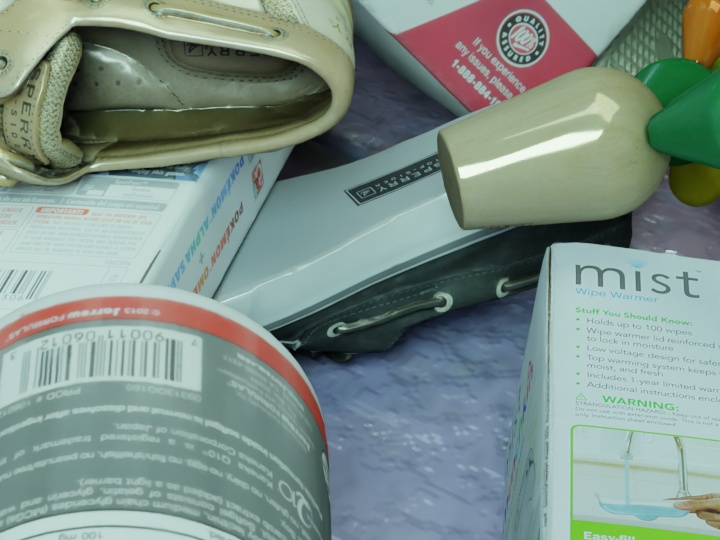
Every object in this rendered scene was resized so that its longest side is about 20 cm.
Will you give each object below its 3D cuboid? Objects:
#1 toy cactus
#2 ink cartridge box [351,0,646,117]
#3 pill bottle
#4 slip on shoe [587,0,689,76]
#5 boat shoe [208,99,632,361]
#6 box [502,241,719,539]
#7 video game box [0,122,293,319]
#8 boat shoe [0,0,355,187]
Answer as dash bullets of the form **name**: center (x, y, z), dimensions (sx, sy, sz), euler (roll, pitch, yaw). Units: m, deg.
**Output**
- **toy cactus**: center (0.107, -0.039, 0.813), dimensions (0.164, 0.103, 0.200), euler (-14, 17, -5)
- **ink cartridge box**: center (0.057, -0.165, 0.913), dimensions (0.200, 0.148, 0.086), euler (-50, 38, -3)
- **pill bottle**: center (-0.063, 0.106, 0.699), dimensions (0.115, 0.116, 0.200), euler (5, 38, -6)
- **slip on shoe**: center (0.097, -0.086, 1.025), dimensions (0.061, 0.074, 0.200), euler (-8, 24, 29)
- **boat shoe**: center (0.000, 0.000, 0.888), dimensions (0.199, 0.057, 0.069), euler (-20, 30, -6)
- **box**: center (0.143, 0.088, 0.780), dimensions (0.199, 0.097, 0.177), euler (7, 37, -2)
- **video game box**: center (-0.136, -0.022, 0.870), dimensions (0.199, 0.047, 0.183), euler (3, 37, 17)
- **boat shoe**: center (-0.101, -0.062, 0.816), dimensions (0.199, 0.072, 0.065), euler (-6, 32, 1)
